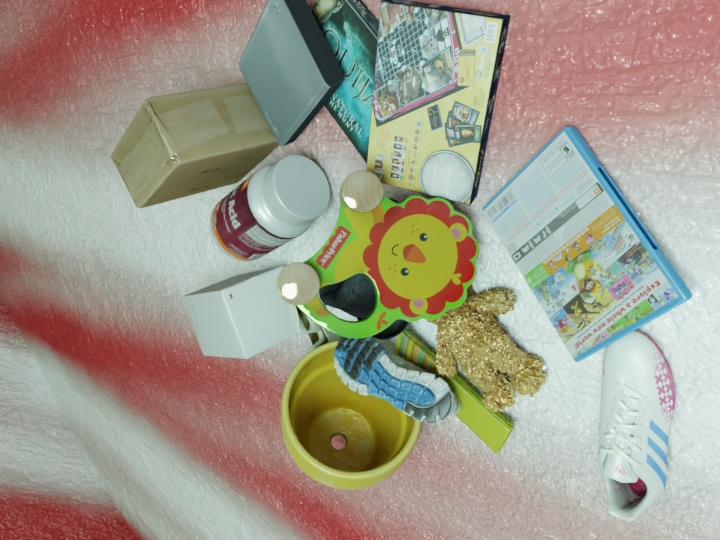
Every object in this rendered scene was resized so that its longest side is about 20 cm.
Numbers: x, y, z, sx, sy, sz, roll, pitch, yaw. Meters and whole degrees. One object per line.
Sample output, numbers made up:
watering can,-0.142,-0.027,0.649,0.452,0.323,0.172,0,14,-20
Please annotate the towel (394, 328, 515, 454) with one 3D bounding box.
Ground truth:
towel,0.123,0.162,0.847,0.200,0.018,0.086,42,154,24

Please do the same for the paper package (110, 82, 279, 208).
paper package,-0.251,-0.191,0.945,0.190,0.199,0.104,-25,90,49

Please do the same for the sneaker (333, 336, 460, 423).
sneaker,0.049,0.151,0.845,0.199,0.087,0.075,28,88,33

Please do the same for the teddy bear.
teddy bear,0.139,0.082,0.761,0.145,0.067,0.201,-22,92,47

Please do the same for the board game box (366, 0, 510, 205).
board game box,0.079,-0.186,0.688,0.134,0.035,0.202,17,122,19

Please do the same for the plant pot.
plant pot,-0.023,0.235,0.927,0.201,0.200,0.189,47,152,20

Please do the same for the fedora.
fedora,0.000,0.000,0.809,0.200,0.091,0.203,4,94,62

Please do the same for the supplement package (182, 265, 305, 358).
supplement package,-0.207,0.075,1.073,0.199,0.121,0.121,-9,101,56

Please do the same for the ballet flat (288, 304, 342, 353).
ballet flat,-0.072,0.106,1.004,0.067,0.062,0.201,-29,87,50

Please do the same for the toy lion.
toy lion,0.030,-0.006,0.710,0.191,0.201,0.069,36,177,-4

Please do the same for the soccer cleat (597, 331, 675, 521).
soccer cleat,0.280,0.164,0.635,0.070,0.086,0.202,5,112,46

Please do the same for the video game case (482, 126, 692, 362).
video game case,0.221,-0.024,0.636,0.143,0.018,0.201,-48,63,47

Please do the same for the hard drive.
hard drive,-0.100,-0.269,0.834,0.140,0.033,0.200,62,154,-1

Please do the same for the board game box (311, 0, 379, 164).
board game box,-0.005,-0.250,0.784,0.201,0.028,0.135,54,139,13

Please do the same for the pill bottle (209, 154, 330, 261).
pill bottle,-0.139,-0.092,0.940,0.199,0.114,0.115,-23,91,50
